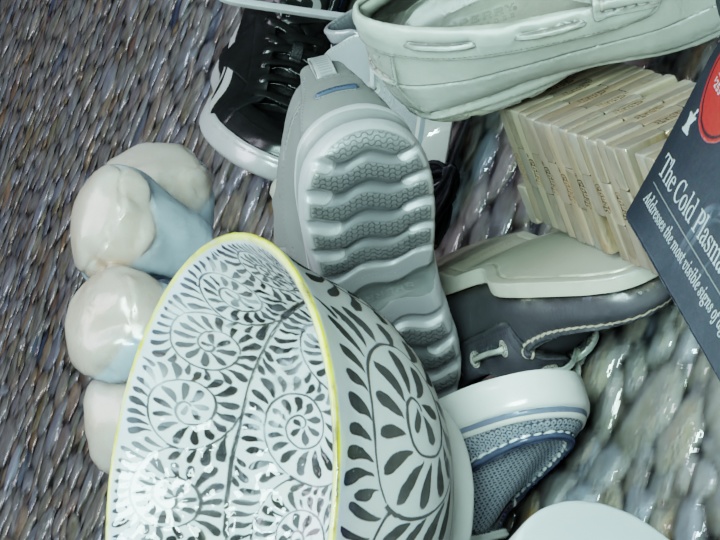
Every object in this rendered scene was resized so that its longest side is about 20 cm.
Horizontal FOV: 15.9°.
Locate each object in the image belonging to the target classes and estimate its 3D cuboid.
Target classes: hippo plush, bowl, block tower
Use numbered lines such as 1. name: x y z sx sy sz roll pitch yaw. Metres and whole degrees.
1. hippo plush: -0.037 0.031 1.193 0.160 0.160 0.201 -75 -24 -56
2. bowl: -0.017 0.091 0.995 0.200 0.094 0.202 -25 61 59
3. block tower: 0.109 -0.040 0.979 0.200 0.054 0.058 -152 40 -73

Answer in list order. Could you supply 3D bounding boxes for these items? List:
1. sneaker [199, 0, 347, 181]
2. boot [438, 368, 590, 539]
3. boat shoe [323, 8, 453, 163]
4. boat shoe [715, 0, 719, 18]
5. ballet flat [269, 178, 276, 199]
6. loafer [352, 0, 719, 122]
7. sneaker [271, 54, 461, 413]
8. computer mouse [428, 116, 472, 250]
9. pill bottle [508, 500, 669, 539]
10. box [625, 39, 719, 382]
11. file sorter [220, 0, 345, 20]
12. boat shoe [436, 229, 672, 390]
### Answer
1. sneaker: -0.046 -0.132 1.554 0.200 0.073 0.112 -110 41 -66
2. boot: 0.037 0.117 1.068 0.200 0.072 0.091 -43 53 50
3. boat shoe: 0.016 -0.114 1.270 0.072 0.068 0.201 -83 -3 -63
4. boat shoe: 0.175 -0.168 0.927 0.074 0.066 0.200 22 92 66
5. ballet flat: -0.021 -0.007 1.342 0.068 0.072 0.201 178 111 -73
6. loafer: 0.092 -0.118 0.999 0.199 0.070 0.070 -24 54 18
7. sneaker: 0.000 0.000 1.080 0.082 0.074 0.201 -109 18 -48
8. computer mouse: 0.061 -0.069 1.163 0.059 0.034 0.201 -20 34 53
9. pill bottle: 0.041 0.171 0.891 0.200 0.110 0.111 -56 22 39
10. box: 0.178 -0.035 0.717 0.183 0.104 0.200 -62 19 19
11. file sorter: -0.012 -0.234 1.379 0.200 0.124 0.140 113 164 -69
12. boat shoe: 0.080 0.019 1.070 0.200 0.072 0.063 -6 108 65
